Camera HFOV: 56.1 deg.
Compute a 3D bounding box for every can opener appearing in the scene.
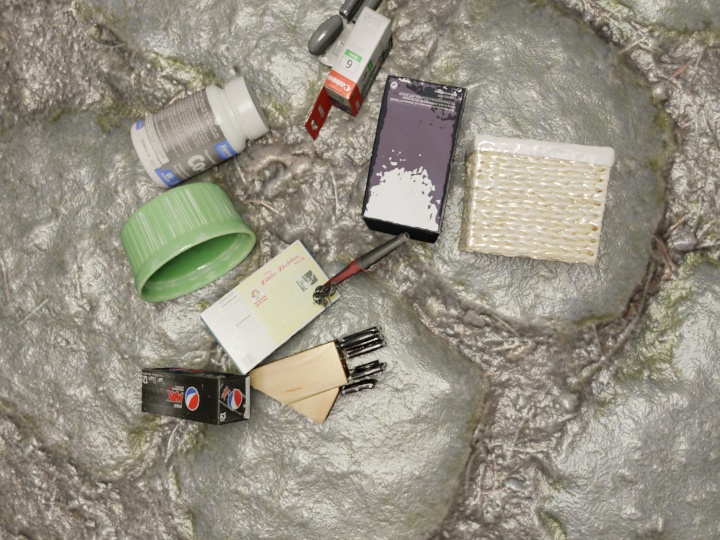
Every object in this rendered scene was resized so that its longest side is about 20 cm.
[{"bbox_3d":[-0.009,-0.420,1.095,0.052,0.066,0.202,35,87,6],"label":"can opener"}]

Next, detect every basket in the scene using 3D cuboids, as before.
[{"bbox_3d":[0.248,-0.100,0.996,0.195,0.198,0.165,5,93,4],"label":"basket"}]

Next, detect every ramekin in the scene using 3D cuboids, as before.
[{"bbox_3d":[-0.268,-0.046,1.040,0.198,0.200,0.099,-32,79,3],"label":"ramekin"}]

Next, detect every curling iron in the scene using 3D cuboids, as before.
[{"bbox_3d":[0.000,0.000,1.012,0.198,0.050,0.025,-34,130,30],"label":"curling iron"}]

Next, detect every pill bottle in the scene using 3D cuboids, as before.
[{"bbox_3d":[-0.253,-0.223,1.082,0.196,0.114,0.116,-25,86,4],"label":"pill bottle"}]

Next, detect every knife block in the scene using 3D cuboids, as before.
[{"bbox_3d":[-0.060,0.141,1.079,0.197,0.064,0.179,26,90,6],"label":"knife block"}]

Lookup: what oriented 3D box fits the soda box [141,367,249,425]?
[{"bbox_3d":[-0.258,0.191,1.046,0.197,0.063,0.073,-2,87,39],"label":"soda box"}]

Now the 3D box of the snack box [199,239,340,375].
[{"bbox_3d":[-0.141,0.057,1.070,0.199,0.037,0.117,-38,86,-18],"label":"snack box"}]

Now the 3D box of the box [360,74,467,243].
[{"bbox_3d":[0.077,-0.155,1.008,0.120,0.200,0.204,10,89,4],"label":"box"}]

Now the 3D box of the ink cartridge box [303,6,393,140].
[{"bbox_3d":[-0.016,-0.296,1.066,0.050,0.109,0.203,28,91,5],"label":"ink cartridge box"}]
